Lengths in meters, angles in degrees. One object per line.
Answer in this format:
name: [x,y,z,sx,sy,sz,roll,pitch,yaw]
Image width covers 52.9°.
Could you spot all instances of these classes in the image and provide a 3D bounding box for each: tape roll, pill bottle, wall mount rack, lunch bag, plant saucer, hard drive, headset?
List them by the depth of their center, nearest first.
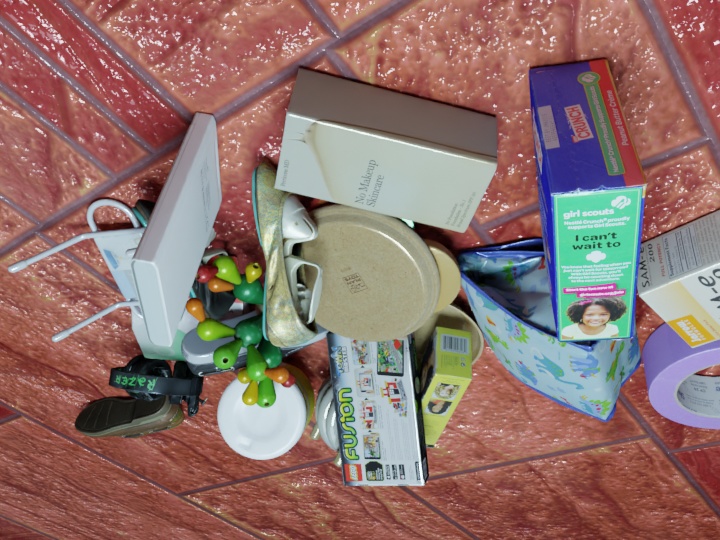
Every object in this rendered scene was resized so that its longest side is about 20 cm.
hard drive: [-0.179,-0.043,0.729,0.026,0.201,0.132,9,141,1]
lunch bag: [0.213,0.060,0.846,0.199,0.128,0.170,19,151,37]
wall mount rack: [-0.318,0.015,0.899,0.173,0.075,0.201,-5,127,11]
tape roll: [0.468,0.126,0.921,0.199,0.066,0.201,5,140,4]
plant saucer: [0.063,0.081,0.963,0.199,0.036,0.201,6,141,5]
pill bottle: [-0.122,0.186,1.001,0.114,0.115,0.200,7,177,2]
headset: [-0.284,0.175,1.061,0.123,0.094,0.200,6,175,14]

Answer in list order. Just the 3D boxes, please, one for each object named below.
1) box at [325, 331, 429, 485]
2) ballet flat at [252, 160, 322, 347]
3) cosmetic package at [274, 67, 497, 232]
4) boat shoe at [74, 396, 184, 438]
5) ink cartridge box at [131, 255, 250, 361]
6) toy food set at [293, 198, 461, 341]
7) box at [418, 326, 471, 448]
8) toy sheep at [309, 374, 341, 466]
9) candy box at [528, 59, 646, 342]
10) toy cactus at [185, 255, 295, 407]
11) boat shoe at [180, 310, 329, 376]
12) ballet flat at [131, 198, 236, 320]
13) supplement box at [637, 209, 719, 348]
box: [0.022,0.172,0.923,0.110,0.035,0.201,-5,94,17]
ballet flat: [-0.074,-0.018,0.778,0.070,0.201,0.071,-3,-176,0]
cosmetic package: [0.024,-0.115,0.708,0.199,0.073,0.104,11,141,-5]
boat shoe: [-0.394,0.259,1.235,0.199,0.072,0.068,-11,136,22]
ink cartridge box: [-0.233,0.055,0.980,0.160,0.050,0.200,5,143,5]
toy food set: [0.000,0.000,0.840,0.198,0.049,0.200,43,127,-15]
box: [0.099,0.161,0.970,0.050,0.076,0.200,9,140,-4]
toy sheep: [-0.002,0.208,1.035,0.138,0.138,0.200,40,172,-33]
candy box: [0.204,-0.060,0.663,0.077,0.170,0.200,-7,138,13]
toy cactus: [-0.117,0.059,0.862,0.102,0.165,0.201,-13,110,33]
boat shoe: [-0.133,0.098,0.955,0.199,0.070,0.066,-14,138,-17]
ballet flat: [-0.200,-0.021,0.865,0.068,0.068,0.200,-33,138,-13]
supplement box: [0.412,-0.005,0.765,0.126,0.074,0.200,36,134,-29]
